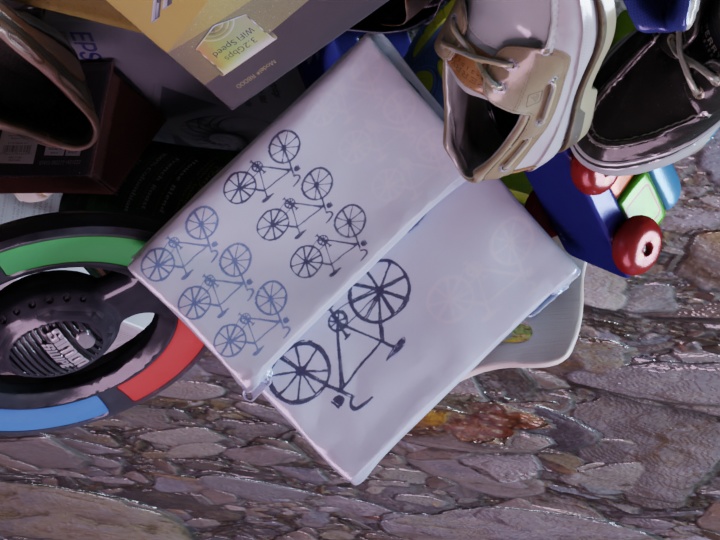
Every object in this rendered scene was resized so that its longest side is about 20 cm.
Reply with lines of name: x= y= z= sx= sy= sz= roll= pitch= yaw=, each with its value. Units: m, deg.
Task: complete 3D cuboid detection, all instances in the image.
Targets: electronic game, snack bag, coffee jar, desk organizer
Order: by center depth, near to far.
snack bag: x=0.000 y=0.000 z=1.647 sx=0.200 sy=0.188 sz=0.021 roll=48 pitch=176 yaw=-24
electronic game: x=-0.172 y=0.032 z=1.673 sx=0.199 sy=0.042 sz=0.200 roll=-12 pitch=146 yaw=-8
coffee jar: x=-0.081 y=-0.023 z=1.745 sx=0.199 sy=0.086 sz=0.104 roll=3 pitch=141 yaw=50
desk organizer: x=-0.221 y=-0.073 z=1.771 sx=0.199 sy=0.072 sz=0.077 roll=0 pitch=159 yaw=26

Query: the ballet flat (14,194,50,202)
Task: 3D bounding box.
ballet flat: x=-0.180 y=-0.068 z=1.873 sx=0.199 sy=0.071 sz=0.067 roll=23 pitch=153 yaw=-36

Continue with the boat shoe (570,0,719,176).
boat shoe: x=0.184 y=-0.118 z=1.542 sx=0.200 sy=0.071 sz=0.064 roll=-36 pitch=169 yaw=17

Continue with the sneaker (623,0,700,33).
sneaker: x=0.124 y=-0.185 z=1.453 sx=0.075 sy=0.089 sz=0.200 roll=-5 pitch=155 yaw=33

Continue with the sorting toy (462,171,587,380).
sorting toy: x=0.060 y=0.000 z=1.766 sx=0.199 sy=0.181 sz=0.107 roll=-25 pitch=140 yaw=23

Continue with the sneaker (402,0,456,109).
sneaker: x=0.046 y=-0.094 z=1.706 sx=0.082 sy=0.071 sz=0.199 roll=9 pitch=146 yaw=-37

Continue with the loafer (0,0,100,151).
loafer: x=-0.208 y=-0.113 z=1.596 sx=0.072 sy=0.063 sz=0.200 roll=-48 pitch=147 yaw=15

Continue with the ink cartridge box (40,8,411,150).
ink cartridge box: x=-0.067 y=-0.114 z=1.759 sx=0.199 sy=0.041 sz=0.200 roll=2 pitch=158 yaw=12

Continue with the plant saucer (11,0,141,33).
plant saucer: x=-0.191 y=-0.187 z=1.530 sx=0.199 sy=0.049 sz=0.200 roll=16 pitch=170 yaw=34

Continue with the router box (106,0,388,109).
router box: x=-0.033 y=-0.182 z=1.356 sx=0.200 sy=0.052 sz=0.157 roll=-34 pitch=133 yaw=19

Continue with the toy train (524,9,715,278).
toy train: x=0.127 y=-0.099 z=1.648 sx=0.084 sy=0.116 sz=0.200 roll=23 pitch=155 yaw=41

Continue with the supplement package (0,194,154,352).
supplement package: x=-0.206 y=-0.016 z=1.960 sx=0.199 sy=0.110 sz=0.113 roll=24 pitch=153 yaw=-37

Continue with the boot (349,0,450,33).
boot: x=0.046 y=-0.156 z=1.537 sx=0.199 sy=0.098 sz=0.075 roll=11 pitch=159 yaw=-11

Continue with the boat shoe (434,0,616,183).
boat shoe: x=0.077 y=-0.110 z=1.483 sx=0.075 sy=0.068 sz=0.200 roll=44 pitch=159 yaw=28
